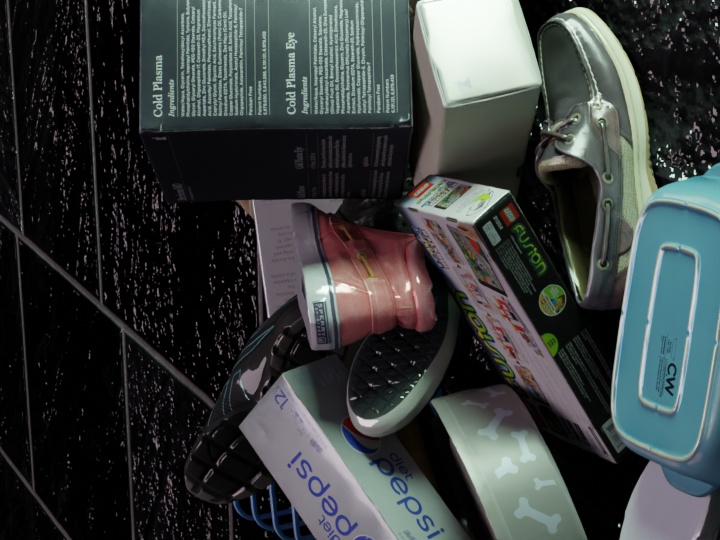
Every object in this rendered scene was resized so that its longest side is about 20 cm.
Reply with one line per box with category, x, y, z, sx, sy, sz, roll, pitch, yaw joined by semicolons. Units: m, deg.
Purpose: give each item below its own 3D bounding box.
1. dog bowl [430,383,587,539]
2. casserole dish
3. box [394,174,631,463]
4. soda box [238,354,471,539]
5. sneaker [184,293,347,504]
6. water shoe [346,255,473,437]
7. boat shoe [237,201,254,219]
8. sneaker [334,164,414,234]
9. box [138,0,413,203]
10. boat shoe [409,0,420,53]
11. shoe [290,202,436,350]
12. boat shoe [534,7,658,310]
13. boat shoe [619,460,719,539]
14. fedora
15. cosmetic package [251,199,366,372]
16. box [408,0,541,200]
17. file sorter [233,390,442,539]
dog bowl;0.109;0.170;1.221;0.200;0.058;0.202;158;90;-86
casserole dish;0.196;0.035;1.051;0.121;0.038;0.202;20;106;60
box;0.107;0.031;1.172;0.201;0.035;0.110;57;164;-22
soda box;0.004;0.161;1.236;0.201;0.063;0.068;53;129;16
sneaker;-0.073;0.100;1.407;0.201;0.075;0.079;-53;20;17
water shoe;0.052;0.057;1.277;0.071;0.201;0.079;-3;131;29
boat shoe;-0.106;-0.104;1.585;0.200;0.064;0.073;77;-142;-73
sneaker;0.034;-0.037;1.385;0.104;0.060;0.201;23;93;21
box;-0.057;-0.121;1.244;0.200;0.180;0.105;98;170;-78
boat shoe;0.084;-0.207;1.220;0.076;0.071;0.201;54;144;31
shoe;0.000;0.000;1.264;0.200;0.090;0.072;-109;13;-69
boat shoe;0.145;-0.071;1.135;0.072;0.064;0.202;-27;74;63
boat shoe;0.203;0.200;1.098;0.072;0.067;0.202;2;78;59
fedora;0.031;0.172;1.343;0.201;0.081;0.202;-20;-90;-82
cosmetic package;-0.030;-0.009;1.467;0.071;0.100;0.202;-22;-76;-85
box;0.073;-0.105;1.202;0.200;0.068;0.083;94;163;-69
file sorter;-0.024;0.160;1.503;0.200;0.122;0.140;10;107;64
